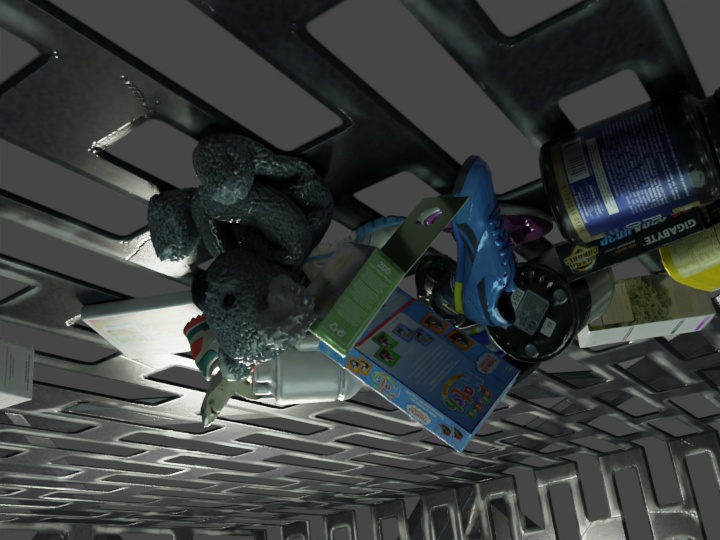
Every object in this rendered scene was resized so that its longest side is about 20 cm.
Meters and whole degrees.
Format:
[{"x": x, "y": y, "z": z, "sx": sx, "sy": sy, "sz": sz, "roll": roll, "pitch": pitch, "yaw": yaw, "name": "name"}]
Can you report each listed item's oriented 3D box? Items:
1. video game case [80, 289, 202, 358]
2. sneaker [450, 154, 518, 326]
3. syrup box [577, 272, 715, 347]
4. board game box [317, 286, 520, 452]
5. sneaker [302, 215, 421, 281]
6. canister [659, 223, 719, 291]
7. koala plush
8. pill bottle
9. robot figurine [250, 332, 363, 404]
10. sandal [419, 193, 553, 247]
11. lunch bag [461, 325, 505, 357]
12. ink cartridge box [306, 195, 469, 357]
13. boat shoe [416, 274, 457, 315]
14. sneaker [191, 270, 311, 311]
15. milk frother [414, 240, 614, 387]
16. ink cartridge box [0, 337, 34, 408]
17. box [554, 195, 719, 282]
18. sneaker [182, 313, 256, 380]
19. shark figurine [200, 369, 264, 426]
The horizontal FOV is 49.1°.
[{"x": -0.272, "y": 0.079, "z": 1.140, "sx": 0.195, "sy": 0.024, "sz": 0.183, "roll": -8, "pitch": 155, "yaw": 3, "name": "video game case"}, {"x": 0.144, "y": -0.028, "z": 0.863, "sx": 0.077, "sy": 0.066, "sz": 0.204, "roll": 17, "pitch": 128, "yaw": 34, "name": "sneaker"}, {"x": 0.438, "y": 0.059, "z": 1.231, "sx": 0.195, "sy": 0.080, "sz": 0.082, "roll": -8, "pitch": 156, "yaw": 1, "name": "syrup box"}, {"x": 0.070, "y": 0.103, "z": 0.914, "sx": 0.151, "sy": 0.198, "sz": 0.037, "roll": -33, "pitch": 150, "yaw": -52, "name": "board game box"}, {"x": 0.000, "y": 0.000, "z": 0.967, "sx": 0.197, "sy": 0.088, "sz": 0.075, "roll": -22, "pitch": 151, "yaw": 28, "name": "sneaker"}, {"x": 0.503, "y": -0.049, "z": 1.006, "sx": 0.146, "sy": 0.088, "sz": 0.199, "roll": 12, "pitch": 151, "yaw": -36, "name": "canister"}, {"x": -0.104, "y": 0.001, "z": 0.793, "sx": 0.181, "sy": 0.204, "sz": 0.177, "roll": 10, "pitch": 151, "yaw": -35, "name": "koala plush"}, {"x": 0.285, "y": -0.107, "z": 0.778, "sx": 0.197, "sy": 0.114, "sz": 0.111, "roll": -19, "pitch": 154, "yaw": 26, "name": "pill bottle"}, {"x": -0.074, "y": 0.149, "z": 1.239, "sx": 0.195, "sy": 0.115, "sz": 0.171, "roll": -1, "pitch": 148, "yaw": -13, "name": "robot figurine"}, {"x": 0.151, "y": -0.046, "z": 0.951, "sx": 0.199, "sy": 0.051, "sz": 0.082, "roll": 6, "pitch": 155, "yaw": -32, "name": "sandal"}, {"x": 0.127, "y": 0.136, "z": 1.240, "sx": 0.196, "sy": 0.084, "sz": 0.161, "roll": -16, "pitch": 172, "yaw": -18, "name": "lunch bag"}, {"x": 0.013, "y": -0.013, "z": 0.823, "sx": 0.048, "sy": 0.201, "sz": 0.145, "roll": 38, "pitch": 174, "yaw": -15, "name": "ink cartridge box"}, {"x": 0.171, "y": 0.044, "z": 1.148, "sx": 0.090, "sy": 0.072, "sz": 0.198, "roll": -18, "pitch": 151, "yaw": 40, "name": "boat shoe"}, {"x": -0.145, "y": 0.004, "z": 0.960, "sx": 0.197, "sy": 0.077, "sz": 0.115, "roll": 4, "pitch": 133, "yaw": 40, "name": "sneaker"}, {"x": 0.197, "y": 0.023, "z": 1.012, "sx": 0.181, "sy": 0.201, "sz": 0.187, "roll": -49, "pitch": 164, "yaw": 28, "name": "milk frother"}, {"x": -0.585, "y": 0.139, "z": 1.104, "sx": 0.142, "sy": 0.086, "sz": 0.200, "roll": -17, "pitch": 155, "yaw": 19, "name": "ink cartridge box"}, {"x": 0.334, "y": -0.047, "z": 0.922, "sx": 0.157, "sy": 0.047, "sz": 0.199, "roll": -24, "pitch": 175, "yaw": 32, "name": "box"}, {"x": -0.138, "y": 0.087, "z": 1.075, "sx": 0.196, "sy": 0.095, "sz": 0.071, "roll": -19, "pitch": 157, "yaw": -9, "name": "sneaker"}, {"x": -0.187, "y": 0.167, "z": 1.329, "sx": 0.211, "sy": 0.131, "sz": 0.089, "roll": -12, "pitch": -171, "yaw": -37, "name": "shark figurine"}]
